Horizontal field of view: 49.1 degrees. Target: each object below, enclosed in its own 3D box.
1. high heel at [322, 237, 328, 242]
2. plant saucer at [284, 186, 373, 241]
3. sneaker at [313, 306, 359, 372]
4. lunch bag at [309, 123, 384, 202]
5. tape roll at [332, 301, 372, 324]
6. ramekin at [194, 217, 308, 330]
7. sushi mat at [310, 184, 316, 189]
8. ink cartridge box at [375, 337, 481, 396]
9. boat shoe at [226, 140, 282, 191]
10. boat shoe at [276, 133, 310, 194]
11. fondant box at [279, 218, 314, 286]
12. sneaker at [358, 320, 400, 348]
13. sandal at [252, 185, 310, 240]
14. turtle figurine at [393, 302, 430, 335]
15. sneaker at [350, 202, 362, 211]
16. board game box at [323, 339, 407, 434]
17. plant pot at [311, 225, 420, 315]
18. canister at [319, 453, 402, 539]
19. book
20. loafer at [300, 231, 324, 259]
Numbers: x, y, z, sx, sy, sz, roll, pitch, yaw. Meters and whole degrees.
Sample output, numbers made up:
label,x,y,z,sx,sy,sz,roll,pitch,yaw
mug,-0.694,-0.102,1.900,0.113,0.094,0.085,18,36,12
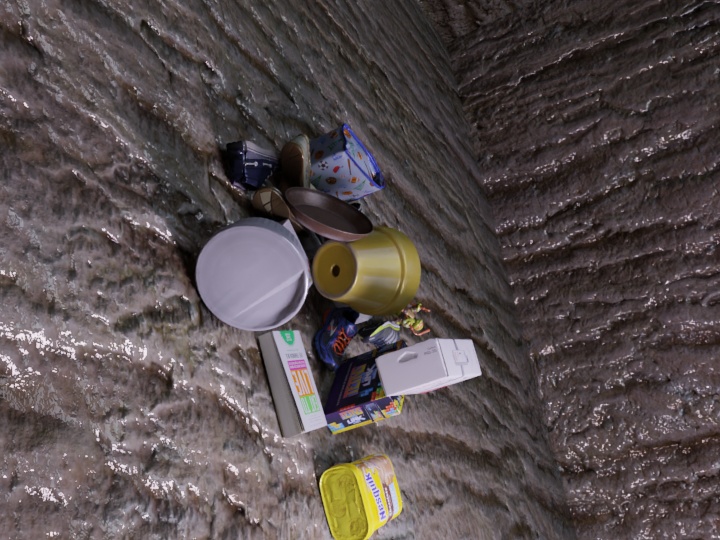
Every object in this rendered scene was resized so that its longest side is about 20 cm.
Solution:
label,x,y,z,sx,sy,sz,roll,pitch,yaw
high heel,-0.060,-0.067,1.902,0.200,0.067,0.097,21,55,-78
plant saucer,-0.070,-0.112,1.643,0.200,0.037,0.201,22,21,-9
sneaker,-0.049,0.142,1.747,0.075,0.078,0.200,55,26,-30
lunch bag,-0.056,-0.243,1.946,0.200,0.169,0.124,45,33,-44
tape roll,-0.026,0.034,1.952,0.203,0.037,0.203,49,29,-40
ramekin,-0.187,-0.001,1.405,0.203,0.202,0.094,62,12,-19
sushi mat,-0.096,-0.171,1.822,0.200,0.012,0.096,48,6,-5
ink cartridge box,0.141,0.197,1.609,0.200,0.146,0.083,11,60,-62
boat shoe,-0.220,-0.210,1.681,0.200,0.074,0.093,9,77,-64
boat shoe,-0.138,-0.204,1.732,0.063,0.073,0.201,-56,165,-45
fondant box,-0.170,-0.002,1.615,0.145,0.058,0.200,65,23,-16
sneaker,0.059,0.172,1.989,0.200,0.074,0.081,0,74,-65
sandal,-0.168,-0.130,1.699,0.200,0.080,0.054,48,40,-55
turtle figurine,0.105,0.100,2.002,0.161,0.064,0.200,41,21,-1
sneaker,0.003,-0.115,2.041,0.201,0.075,0.116,58,18,-81
board game box,0.018,0.247,1.695,0.057,0.165,0.200,60,24,-21
plant pot,0.000,0.000,1.721,0.189,0.200,0.202,2,69,-52
canister,0.007,0.455,1.599,0.200,0.086,0.149,9,63,-67
book,-0.131,0.218,1.544,0.134,0.048,0.201,9,61,-70
loafer,-0.121,-0.124,1.818,0.070,0.070,0.201,18,55,-61
